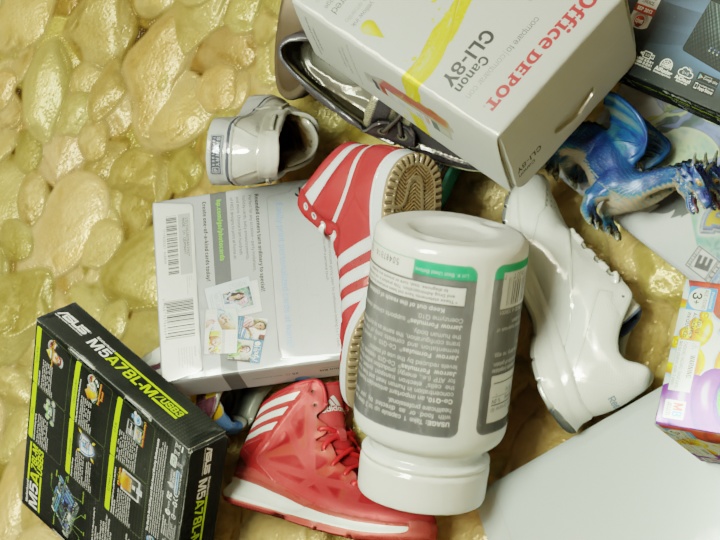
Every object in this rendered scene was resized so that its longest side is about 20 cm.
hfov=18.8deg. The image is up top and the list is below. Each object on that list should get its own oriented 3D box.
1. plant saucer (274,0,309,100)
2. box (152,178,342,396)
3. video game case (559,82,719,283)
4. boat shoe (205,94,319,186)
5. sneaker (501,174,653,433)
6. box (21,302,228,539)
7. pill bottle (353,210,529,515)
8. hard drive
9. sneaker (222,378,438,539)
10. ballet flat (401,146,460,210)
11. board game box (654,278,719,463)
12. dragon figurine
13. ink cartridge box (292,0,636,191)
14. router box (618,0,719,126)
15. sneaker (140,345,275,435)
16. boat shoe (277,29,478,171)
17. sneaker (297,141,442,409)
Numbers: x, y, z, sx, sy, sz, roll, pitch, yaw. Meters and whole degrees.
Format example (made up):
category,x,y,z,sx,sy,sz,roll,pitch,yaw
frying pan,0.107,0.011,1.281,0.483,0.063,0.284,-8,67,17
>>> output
category,x,y,z,sx,sy,sz,roll,pitch,yaw
plant saucer,-0.025,-0.233,1.758,0.200,0.029,0.201,-168,90,-74
box,-0.060,0.009,1.711,0.199,0.041,0.157,-9,69,8
video game case,0.263,-0.102,1.577,0.182,0.022,0.200,41,101,37
boat shoe,-0.066,-0.101,1.722,0.070,0.200,0.071,3,97,10
sneaker,0.158,0.018,1.594,0.087,0.075,0.201,-20,68,12
box,-0.191,0.158,1.726,0.193,0.047,0.201,38,134,34
pill bottle,0.055,0.066,1.562,0.113,0.113,0.201,18,108,38
hard drive,0.184,0.173,1.543,0.200,0.026,0.132,-33,59,23
sneaker,-0.017,0.142,1.663,0.199,0.078,0.116,10,83,36
ballet flat,0.068,-0.124,1.669,0.074,0.074,0.200,43,114,36
board game box,0.310,0.080,1.417,0.199,0.105,0.103,7,75,30
dragon figurine,0.186,-0.092,1.576,0.099,0.059,0.200,-45,55,14
ink cartridge box,0.075,-0.175,1.543,0.200,0.083,0.145,36,78,25
router box,0.257,-0.188,1.556,0.200,0.062,0.150,29,91,38
sneaker,-0.139,0.107,1.761,0.200,0.075,0.090,-41,51,19
boat shoe,0.023,-0.126,1.619,0.200,0.065,0.072,32,116,22
sneaker,0.000,0.000,1.645,0.112,0.071,0.201,22,105,53
